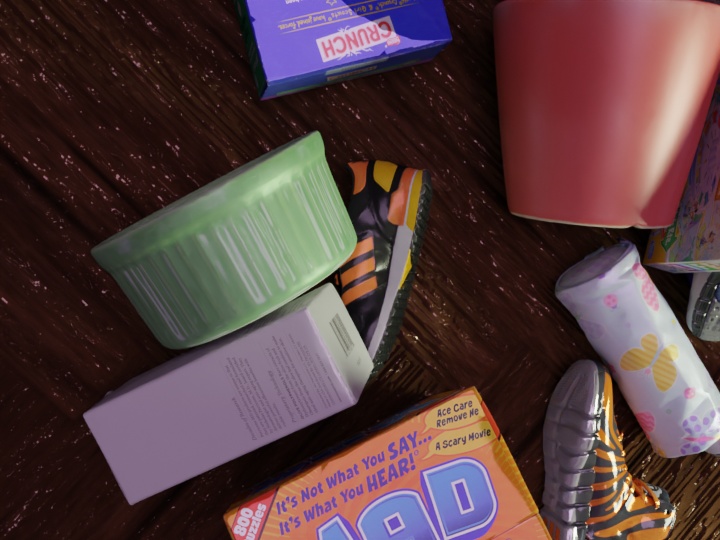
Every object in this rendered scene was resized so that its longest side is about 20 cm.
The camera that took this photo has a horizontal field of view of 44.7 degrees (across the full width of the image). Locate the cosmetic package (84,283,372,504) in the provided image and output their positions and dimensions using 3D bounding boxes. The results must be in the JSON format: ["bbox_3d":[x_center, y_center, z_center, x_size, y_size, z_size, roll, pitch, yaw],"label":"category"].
[{"bbox_3d":[-0.101,0.094,0.697,0.199,0.108,0.085,-27,95,13],"label":"cosmetic package"}]

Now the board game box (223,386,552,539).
[{"bbox_3d":[0.029,0.228,0.689,0.199,0.200,0.201,-25,82,-9],"label":"board game box"}]

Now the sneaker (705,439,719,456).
[{"bbox_3d":[0.417,0.136,0.831,0.199,0.073,0.071,-26,90,-9],"label":"sneaker"}]

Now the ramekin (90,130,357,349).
[{"bbox_3d":[-0.100,-0.022,0.693,0.199,0.200,0.098,-29,101,-8],"label":"ramekin"}]

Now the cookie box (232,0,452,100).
[{"bbox_3d":[-0.031,-0.269,0.765,0.170,0.075,0.201,-15,91,-9],"label":"cookie box"}]

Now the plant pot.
[{"bbox_3d":[0.205,-0.132,0.752,0.199,0.200,0.178,1,100,-9],"label":"plant pot"}]

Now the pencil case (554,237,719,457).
[{"bbox_3d":[0.259,0.072,0.801,0.083,0.091,0.201,-32,93,10],"label":"pencil case"}]

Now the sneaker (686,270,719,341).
[{"bbox_3d":[0.340,-0.033,0.778,0.074,0.087,0.201,15,105,-10],"label":"sneaker"}]

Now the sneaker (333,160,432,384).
[{"bbox_3d":[0.000,0.000,0.778,0.090,0.070,0.201,16,90,12],"label":"sneaker"}]

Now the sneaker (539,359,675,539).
[{"bbox_3d":[0.231,0.181,0.807,0.111,0.078,0.201,3,99,-13],"label":"sneaker"}]

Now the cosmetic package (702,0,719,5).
[{"bbox_3d":[0.377,-0.224,0.766,0.085,0.200,0.108,-26,94,-8],"label":"cosmetic package"}]

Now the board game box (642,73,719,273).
[{"bbox_3d":[0.308,-0.099,0.741,0.034,0.134,0.201,15,86,-8],"label":"board game box"}]

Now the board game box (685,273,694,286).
[{"bbox_3d":[0.367,-0.052,0.840,0.134,0.045,0.201,-25,93,-9],"label":"board game box"}]
